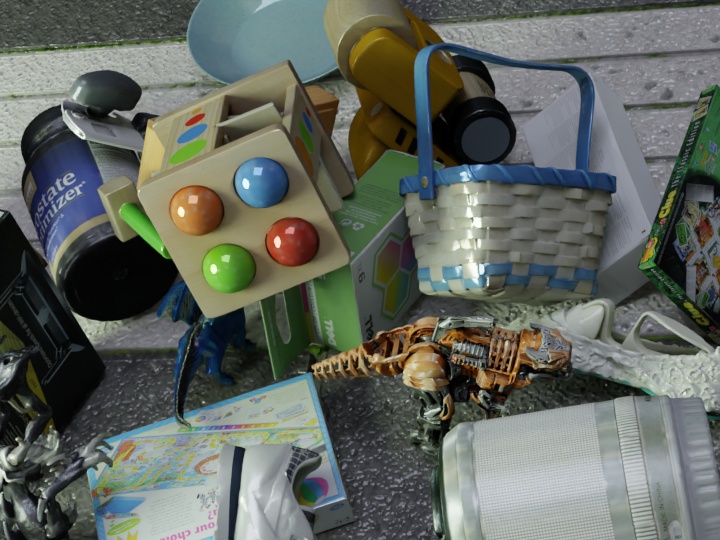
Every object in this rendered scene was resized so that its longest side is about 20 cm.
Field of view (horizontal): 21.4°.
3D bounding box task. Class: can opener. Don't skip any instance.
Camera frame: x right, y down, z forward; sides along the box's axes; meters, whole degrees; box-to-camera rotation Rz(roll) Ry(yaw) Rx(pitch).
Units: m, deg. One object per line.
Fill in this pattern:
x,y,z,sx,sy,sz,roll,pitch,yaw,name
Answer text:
-0.178,-0.131,1.708,0.067,0.200,0.053,-57,47,25,can opener

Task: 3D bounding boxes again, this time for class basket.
0.115,-0.075,1.526,0.139,0.176,0.201,1,85,57,basket

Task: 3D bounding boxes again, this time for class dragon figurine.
-0.130,0.042,1.583,0.059,0.100,0.200,5,33,22,dragon figurine

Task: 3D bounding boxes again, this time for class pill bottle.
-0.241,-0.058,1.711,0.112,0.112,0.200,-24,48,-6,pill bottle

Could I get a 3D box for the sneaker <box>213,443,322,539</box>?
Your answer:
-0.071,0.225,1.424,0.080,0.076,0.201,2,70,-2,sneaker

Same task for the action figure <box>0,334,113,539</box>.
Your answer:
-0.253,0.152,1.502,0.119,0.201,0.102,3,23,42,action figure

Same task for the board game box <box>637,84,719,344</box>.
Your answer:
0.293,-0.048,1.560,0.023,0.105,0.200,-25,32,49,board game box

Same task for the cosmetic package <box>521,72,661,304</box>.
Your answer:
0.204,-0.070,1.616,0.082,0.051,0.200,-39,42,26,cosmetic package

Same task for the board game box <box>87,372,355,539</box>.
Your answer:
-0.116,0.171,1.528,0.199,0.034,0.135,-18,47,0,board game box

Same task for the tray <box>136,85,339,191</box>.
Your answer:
-0.106,-0.096,1.652,0.037,0.099,0.200,33,33,34,tray

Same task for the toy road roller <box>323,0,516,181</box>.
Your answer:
0.029,-0.139,1.657,0.146,0.200,0.123,-45,28,16,toy road roller

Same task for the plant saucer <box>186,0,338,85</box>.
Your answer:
-0.070,-0.236,1.868,0.200,0.039,0.201,-8,49,10,plant saucer

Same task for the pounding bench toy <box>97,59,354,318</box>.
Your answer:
-0.120,-0.047,1.496,0.199,0.124,0.156,-22,25,13,pounding bench toy

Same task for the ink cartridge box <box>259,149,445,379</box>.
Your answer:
0.000,0.000,1.573,0.059,0.104,0.200,18,46,28,ink cartridge box

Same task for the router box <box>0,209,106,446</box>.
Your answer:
-0.307,0.070,1.558,0.052,0.200,0.157,13,53,33,router box

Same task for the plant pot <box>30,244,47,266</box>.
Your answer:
-0.410,0.012,1.674,0.186,0.186,0.200,32,80,35,plant pot

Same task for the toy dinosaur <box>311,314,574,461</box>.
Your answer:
0.068,0.074,1.490,0.199,0.136,0.102,18,57,28,toy dinosaur

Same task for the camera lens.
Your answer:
0.157,0.177,1.358,0.199,0.160,0.160,-10,48,8,camera lens

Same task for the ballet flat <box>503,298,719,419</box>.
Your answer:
0.209,0.058,1.506,0.199,0.072,0.072,18,57,24,ballet flat
